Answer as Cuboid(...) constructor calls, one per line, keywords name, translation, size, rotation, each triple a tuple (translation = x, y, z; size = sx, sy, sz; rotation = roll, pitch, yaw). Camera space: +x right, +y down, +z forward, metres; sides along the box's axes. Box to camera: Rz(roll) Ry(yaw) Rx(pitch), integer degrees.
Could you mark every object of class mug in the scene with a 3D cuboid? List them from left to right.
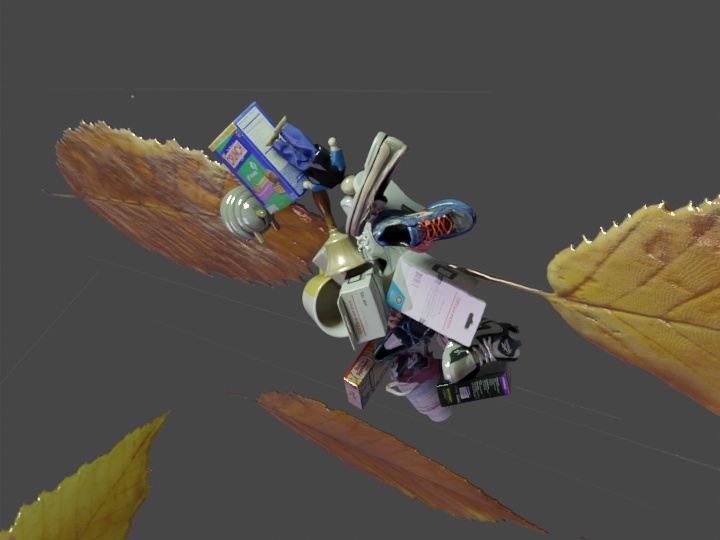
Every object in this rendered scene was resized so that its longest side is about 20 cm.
Cuboid(name="mug", translation=(-0.060, 0.055, 1.864), size=(0.148, 0.188, 0.153), rotation=(27, 175, -23))

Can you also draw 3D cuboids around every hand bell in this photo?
Cuboid(name="hand bell", translation=(-0.061, -0.098, 1.641), size=(0.104, 0.103, 0.202), rotation=(-14, 97, 60))

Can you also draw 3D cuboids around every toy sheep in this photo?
Cuboid(name="toy sheep", translation=(-0.259, -0.133, 1.819), size=(0.138, 0.138, 0.199), rotation=(48, 157, -26))

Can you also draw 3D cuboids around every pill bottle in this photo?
Cuboid(name="pill bottle", translation=(0.169, 0.308, 2.064), size=(0.108, 0.109, 0.201), rotation=(6, 143, 48))

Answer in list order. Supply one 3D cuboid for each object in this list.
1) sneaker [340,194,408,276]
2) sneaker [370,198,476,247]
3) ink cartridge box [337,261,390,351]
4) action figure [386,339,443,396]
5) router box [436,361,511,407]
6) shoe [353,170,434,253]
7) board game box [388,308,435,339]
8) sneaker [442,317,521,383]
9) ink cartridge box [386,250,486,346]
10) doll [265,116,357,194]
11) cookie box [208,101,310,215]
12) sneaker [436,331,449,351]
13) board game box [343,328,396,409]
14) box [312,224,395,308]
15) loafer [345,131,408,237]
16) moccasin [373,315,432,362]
Cuboid(name="sneaker", translation=(0.025, -0.072, 1.601), size=(0.200, 0.087, 0.074), rotation=(49, 153, -24))
Cuboid(name="sneaker", translation=(0.112, -0.074, 1.408), size=(0.197, 0.079, 0.076), rotation=(-11, 115, 14))
Cuboid(name="ink cartridge box", translation=(0.010, 0.070, 1.612), size=(0.066, 0.200, 0.117), rotation=(-16, 107, 11))
Cuboid(name="action figure", translation=(0.179, 0.245, 1.890), size=(0.198, 0.151, 0.133), rotation=(13, -175, -41))
Cuboid(name="router box", translation=(0.248, 0.233, 1.683), size=(0.147, 0.200, 0.052), rotation=(-13, 94, 13))
Cuboid(name="shoe", translation=(0.063, -0.107, 1.502), size=(0.199, 0.072, 0.091), rotation=(32, 151, -2))
Cuboid(name="board game box", translation=(0.079, 0.094, 1.891), size=(0.200, 0.035, 0.135), rotation=(42, 155, -13))
Cuboid(name="sneaker", translation=(0.260, 0.162, 1.598), size=(0.128, 0.198, 0.080), rotation=(-6, 108, 41))
Cuboid(name="ink cartridge box", translation=(0.163, 0.054, 1.590), size=(0.198, 0.067, 0.117), rotation=(28, 121, 18))
Cuboid(name="doll", translation=(-0.084, -0.215, 1.523), size=(0.199, 0.049, 0.137), rotation=(36, 132, -9))
Cuboid(name="cookie box", translation=(-0.203, -0.227, 1.625), size=(0.200, 0.075, 0.171), rotation=(48, 155, -13))
Cuboid(name="sneaker", translation=(0.197, 0.140, 1.770), size=(0.079, 0.074, 0.201), rotation=(21, 151, 35))
Cuboid(name="board game box", translation=(0.034, 0.240, 2.011), size=(0.046, 0.201, 0.152), rotation=(26, 154, 20))
Cuboid(name="box", translation=(0.000, 0.000, 1.755), size=(0.199, 0.095, 0.078), rotation=(39, 157, -9))
Cuboid(name="loafer", translation=(0.028, -0.144, 1.396), size=(0.062, 0.072, 0.202), rotation=(22, 116, 8))
Cuboid(name="moccasin", translation=(0.108, 0.156, 1.811), size=(0.080, 0.068, 0.200), rotation=(43, 119, 4))
